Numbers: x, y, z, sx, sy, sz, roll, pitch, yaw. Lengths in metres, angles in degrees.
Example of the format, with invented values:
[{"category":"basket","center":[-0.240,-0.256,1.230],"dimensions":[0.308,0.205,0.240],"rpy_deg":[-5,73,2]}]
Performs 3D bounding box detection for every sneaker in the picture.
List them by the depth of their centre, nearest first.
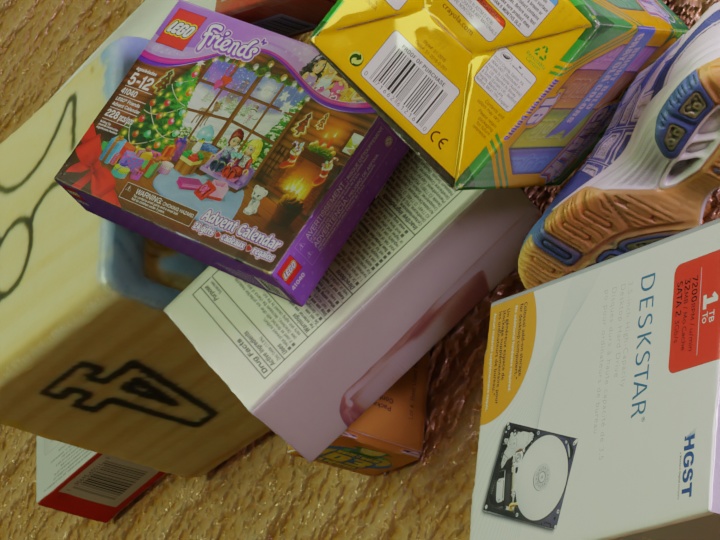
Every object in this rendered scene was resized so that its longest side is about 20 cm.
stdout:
[{"category":"sneaker","center":[0.160,-0.059,1.565],"dimensions":[0.200,0.075,0.088],"rpy_deg":[-46,21,33]}]

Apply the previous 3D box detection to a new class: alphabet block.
[{"category":"alphabet block","center":[-0.129,-0.004,1.869],"dimensions":[0.200,0.196,0.196],"rpy_deg":[-34,45,46]}]

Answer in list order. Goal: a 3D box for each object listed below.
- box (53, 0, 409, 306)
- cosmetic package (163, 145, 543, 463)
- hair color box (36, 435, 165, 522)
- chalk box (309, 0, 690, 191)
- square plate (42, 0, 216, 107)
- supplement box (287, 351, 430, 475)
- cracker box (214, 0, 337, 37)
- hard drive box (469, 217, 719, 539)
[{"category":"box","center":[-0.071,-0.072,1.675],"dimensions":[0.200,0.039,0.137],"rpy_deg":[22,73,42]},{"category":"cosmetic package","center":[0.000,0.000,1.671],"dimensions":[0.200,0.087,0.103],"rpy_deg":[-42,54,1]},{"category":"hair color box","center":[-0.177,0.063,2.043],"dimensions":[0.111,0.064,0.200],"rpy_deg":[-39,44,41]},{"category":"chalk box","center":[0.088,-0.129,1.589],"dimensions":[0.124,0.200,0.124],"rpy_deg":[46,110,15]},{"category":"square plate","center":[-0.150,-0.129,2.084],"dimensions":[0.200,0.028,0.198],"rpy_deg":[-46,29,-2]},{"category":"supplement box","center":[0.004,0.020,1.765],"dimensions":[0.069,0.066,0.200],"rpy_deg":[-28,51,50]},{"category":"cracker box","center":[-0.016,-0.249,1.728],"dimensions":[0.134,0.058,0.200],"rpy_deg":[-9,70,54]},{"category":"hard drive box","center":[0.148,0.075,1.486],"dimensions":[0.200,0.077,0.156],"rpy_deg":[-23,55,52]}]
